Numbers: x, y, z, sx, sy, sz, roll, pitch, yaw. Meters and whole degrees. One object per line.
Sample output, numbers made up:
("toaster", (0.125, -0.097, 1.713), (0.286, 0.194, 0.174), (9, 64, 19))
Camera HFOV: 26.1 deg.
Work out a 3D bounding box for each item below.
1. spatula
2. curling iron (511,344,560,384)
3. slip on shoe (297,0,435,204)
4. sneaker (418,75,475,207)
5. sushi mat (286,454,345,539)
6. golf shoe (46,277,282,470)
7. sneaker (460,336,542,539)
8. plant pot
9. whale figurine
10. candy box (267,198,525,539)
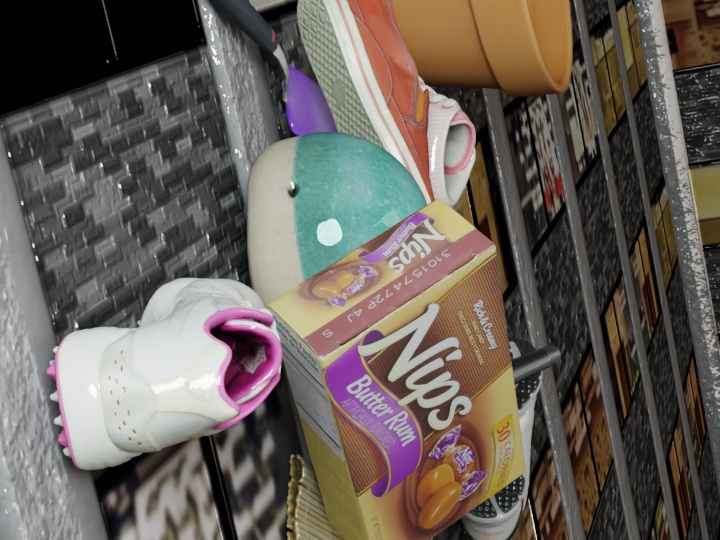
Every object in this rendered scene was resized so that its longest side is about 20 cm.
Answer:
("spatula", (-0.054, -0.132, 0.967), (0.200, 0.021, 0.057), (50, 30, -56))
("curling iron", (0.060, 0.095, 1.021), (0.200, 0.050, 0.026), (-26, 149, -36))
("slip on shoe", (0.021, -0.093, 0.986), (0.074, 0.061, 0.200), (-30, -102, 64))
("sneaker", (0.033, -0.113, 1.092), (0.075, 0.104, 0.201), (55, 31, -50))
("sushi mat", (-0.005, 0.187, 0.990), (0.200, 0.012, 0.096), (46, 40, -61))
("golf shoe", (-0.069, 0.044, 0.739), (0.200, 0.091, 0.076), (-40, 119, -71))
("sneaker", (0.108, 0.140, 1.286), (0.080, 0.074, 0.200), (83, 16, -47))
("plant pot", (0.076, -0.226, 1.210), (0.200, 0.140, 0.201), (-8, 90, -71))
("whale figurine", (0.000, 0.000, 0.938), (0.200, 0.104, 0.159), (63, 21, -57))
("candy box", (0.026, 0.069, 0.875), (0.056, 0.117, 0.200), (43, -24, 38))
